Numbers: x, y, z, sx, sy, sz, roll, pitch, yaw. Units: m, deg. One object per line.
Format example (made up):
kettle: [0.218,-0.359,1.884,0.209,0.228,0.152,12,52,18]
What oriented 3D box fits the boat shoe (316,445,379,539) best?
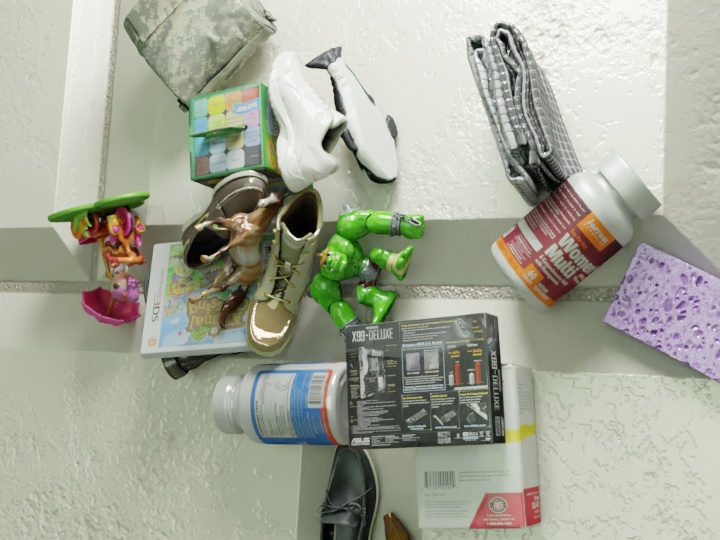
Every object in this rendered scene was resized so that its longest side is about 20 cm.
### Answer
boat shoe: [-0.019,0.329,1.432,0.074,0.062,0.203,1,82,27]

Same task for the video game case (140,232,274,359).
video game case: [-0.215,0.035,1.534,0.197,0.022,0.184,-5,61,11]

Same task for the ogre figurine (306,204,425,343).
ogre figurine: [0.000,0.000,1.455,0.119,0.098,0.202,26,122,12]

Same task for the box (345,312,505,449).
box: [0.078,0.142,1.327,0.198,0.050,0.160,-8,79,26]

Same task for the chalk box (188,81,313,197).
chalk box: [-0.164,-0.183,1.496,0.123,0.200,0.126,-7,79,23]

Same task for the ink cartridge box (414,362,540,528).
ink cartridge box: [0.148,0.224,1.354,0.144,0.083,0.203,-6,81,25]

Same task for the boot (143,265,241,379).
boot: [-0.223,0.055,1.574,0.173,0.069,0.202,-24,69,11]

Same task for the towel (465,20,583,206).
towel: [0.210,-0.196,1.342,0.085,0.165,0.202,-20,75,15]

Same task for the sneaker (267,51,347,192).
sneaker: [-0.067,-0.207,1.430,0.098,0.078,0.203,-13,74,11]

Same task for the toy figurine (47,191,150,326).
toy figurine: [-0.372,-0.010,1.609,0.199,0.149,0.187,-12,89,47]

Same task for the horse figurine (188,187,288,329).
horse figurine: [-0.171,-0.018,1.448,0.050,0.132,0.202,37,136,29]

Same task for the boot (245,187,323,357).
boot: [-0.102,0.002,1.432,0.071,0.155,0.202,19,58,-1]

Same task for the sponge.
sponge: [0.405,0.057,1.286,0.199,0.030,0.113,29,95,26]

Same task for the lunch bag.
lunch bag: [-0.235,-0.359,1.589,0.200,0.139,0.169,-41,67,15]

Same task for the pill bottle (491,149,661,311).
pill bottle: [0.269,-0.051,1.322,0.200,0.109,0.110,-41,68,15]

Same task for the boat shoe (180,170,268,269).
boat shoe: [-0.192,-0.069,1.482,0.200,0.071,0.060,-36,43,42]

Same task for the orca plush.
orca plush: [-0.019,-0.206,1.488,0.071,0.105,0.201,-25,107,47]

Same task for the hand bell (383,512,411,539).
hand bell: [0.074,0.409,1.378,0.104,0.104,0.201,-34,57,17]

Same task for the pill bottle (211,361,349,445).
pill bottle: [-0.101,0.184,1.464,0.198,0.112,0.114,-3,81,26]
